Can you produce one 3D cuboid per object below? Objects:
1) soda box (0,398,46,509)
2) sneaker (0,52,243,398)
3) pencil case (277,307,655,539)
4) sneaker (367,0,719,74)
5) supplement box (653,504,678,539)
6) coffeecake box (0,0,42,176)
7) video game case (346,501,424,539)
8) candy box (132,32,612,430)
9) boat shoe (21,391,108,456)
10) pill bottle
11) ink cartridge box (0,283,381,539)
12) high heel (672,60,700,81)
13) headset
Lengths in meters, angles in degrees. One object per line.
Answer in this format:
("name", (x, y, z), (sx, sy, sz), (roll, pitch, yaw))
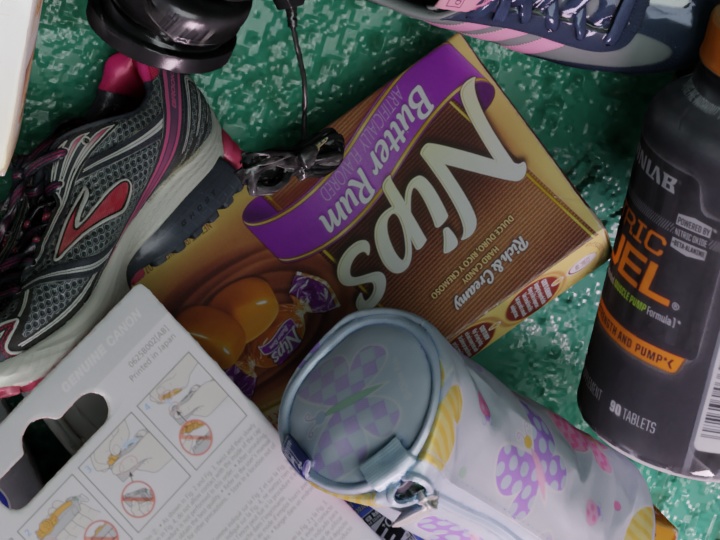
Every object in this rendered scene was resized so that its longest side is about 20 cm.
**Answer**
("soda box", (-0.193, 0.067, 1.200), (0.068, 0.063, 0.200), (-25, 115, -6))
("sneaker", (-0.132, -0.015, 1.144), (0.200, 0.080, 0.075), (-54, 124, -38))
("pencil case", (0.051, 0.087, 1.154), (0.083, 0.091, 0.200), (-49, 140, 6))
("sneaker", (0.063, -0.123, 1.161), (0.199, 0.082, 0.070), (14, 111, -1))
("supplement box", (0.050, 0.112, 1.284), (0.200, 0.067, 0.069), (23, 100, -23))
("coffeecake box", (-0.201, -0.156, 1.092), (0.153, 0.073, 0.201), (11, 108, -6))
("video game case", (-0.022, 0.216, 1.171), (0.200, 0.045, 0.182), (-37, 99, -27))
("candy box", (0.000, 0.000, 1.200), (0.200, 0.056, 0.117), (-35, 74, 1))
("boat shoe", (-0.102, 0.095, 1.239), (0.065, 0.074, 0.200), (-31, 105, 3))
("pill bottle", (0.166, -0.016, 1.175), (0.106, 0.106, 0.201), (4, 115, -17))
("ink cartridge box", (-0.080, 0.133, 1.109), (0.200, 0.057, 0.163), (46, 64, -5))
("high heel", (0.132, -0.140, 1.217), (0.142, 0.071, 0.200), (18, 106, -11))
("headset", (-0.068, -0.124, 1.104), (0.123, 0.094, 0.200), (-37, 82, 39))
